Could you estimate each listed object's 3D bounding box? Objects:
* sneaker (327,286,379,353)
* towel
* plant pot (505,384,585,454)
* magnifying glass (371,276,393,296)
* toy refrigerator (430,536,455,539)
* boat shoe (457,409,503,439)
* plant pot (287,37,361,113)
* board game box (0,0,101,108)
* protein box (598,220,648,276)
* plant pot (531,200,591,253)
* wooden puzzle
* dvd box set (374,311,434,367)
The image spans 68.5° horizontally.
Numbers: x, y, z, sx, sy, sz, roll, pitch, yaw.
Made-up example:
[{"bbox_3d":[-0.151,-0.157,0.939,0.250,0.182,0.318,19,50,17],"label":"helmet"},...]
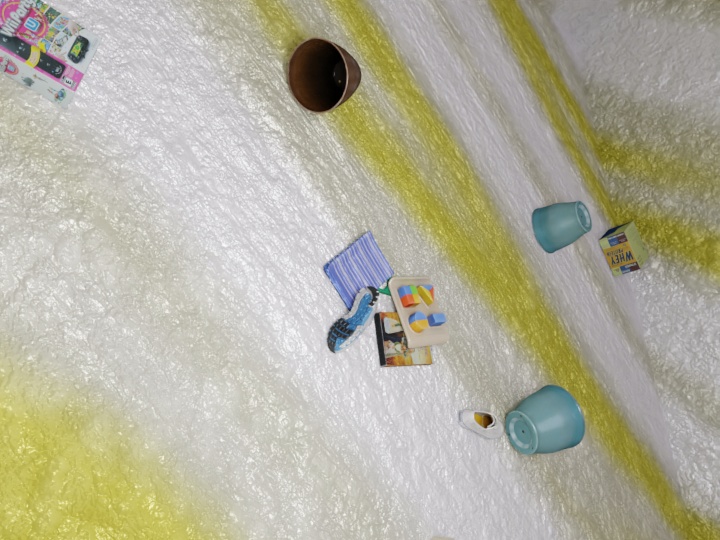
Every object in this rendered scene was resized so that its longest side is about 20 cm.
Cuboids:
[{"bbox_3d":[-0.009,0.141,1.351,0.201,0.074,0.088,-50,149,-27],"label":"sneaker"},{"bbox_3d":[0.000,0.000,1.424,0.199,0.024,0.146,-40,104,-36],"label":"towel"},{"bbox_3d":[0.571,0.490,1.683,0.185,0.199,0.204,-10,81,-29],"label":"plant pot"},{"bbox_3d":[0.093,0.057,1.513,0.199,0.022,0.081,41,51,-23],"label":"magnifying glass"},{"bbox_3d":[0.247,0.779,1.342,0.202,0.075,0.070,57,46,-12],"label":"toy refrigerator"},{"bbox_3d":[0.381,0.460,1.596,0.198,0.069,0.072,30,55,-32],"label":"boat shoe"},{"bbox_3d":[-0.078,-0.549,1.490,0.190,0.185,0.200,61,30,-6],"label":"plant pot"},{"bbox_3d":[-0.617,-0.428,0.991,0.198,0.064,0.150,28,57,-32],"label":"board game box"},{"bbox_3d":[1.334,-0.111,2.678,0.197,0.134,0.203,-29,94,-46],"label":"protein box"},{"bbox_3d":[0.850,-0.197,2.214,0.197,0.186,0.205,17,62,-37],"label":"plant pot"},{"bbox_3d":[0.177,0.111,1.512,0.183,0.046,0.204,1,67,-44],"label":"wooden puzzle"},{"bbox_3d":[0.124,0.193,1.481,0.197,0.029,0.150,8,69,-41],"label":"dvd box set"}]
